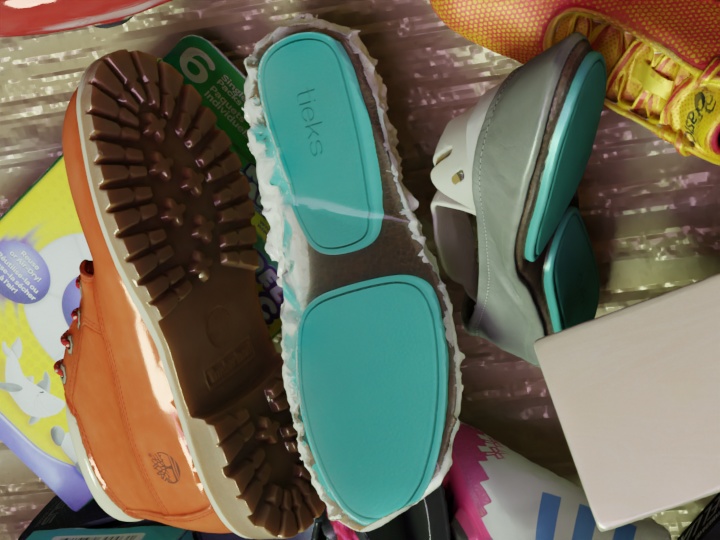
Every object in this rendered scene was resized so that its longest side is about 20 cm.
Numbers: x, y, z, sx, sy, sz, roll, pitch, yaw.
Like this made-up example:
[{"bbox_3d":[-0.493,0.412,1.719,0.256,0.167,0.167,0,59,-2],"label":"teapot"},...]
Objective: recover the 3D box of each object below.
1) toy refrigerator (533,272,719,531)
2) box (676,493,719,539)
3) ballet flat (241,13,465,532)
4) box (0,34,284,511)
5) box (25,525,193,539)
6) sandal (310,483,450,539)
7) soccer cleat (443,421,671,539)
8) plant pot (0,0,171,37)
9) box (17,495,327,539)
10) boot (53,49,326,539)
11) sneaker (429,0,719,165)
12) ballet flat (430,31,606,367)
[{"bbox_3d":[0.172,0.027,1.036,0.199,0.070,0.076,-21,86,10],"label":"toy refrigerator"},{"bbox_3d":[0.200,0.150,1.138,0.158,0.050,0.200,38,122,0],"label":"box"},{"bbox_3d":[0.000,0.000,1.094,0.072,0.072,0.201,-11,84,25],"label":"ballet flat"},{"bbox_3d":[-0.093,0.002,1.173,0.117,0.048,0.200,44,120,-6],"label":"box"},{"bbox_3d":[-0.090,0.209,1.217,0.082,0.049,0.201,-4,114,26],"label":"box"},{"bbox_3d":[0.007,0.132,1.138,0.045,0.075,0.201,-12,100,-20],"label":"sandal"},{"bbox_3d":[0.083,0.118,1.123,0.086,0.200,0.070,-12,122,-22],"label":"soccer cleat"},{"bbox_3d":[-0.118,-0.191,0.994,0.200,0.201,0.183,-2,119,21],"label":"plant pot"},{"bbox_3d":[-0.040,0.176,1.241,0.157,0.051,0.201,-16,109,26],"label":"box"},{"bbox_3d":[-0.091,0.014,1.112,0.107,0.075,0.201,-5,106,43],"label":"boot"},{"bbox_3d":[0.116,-0.082,1.034,0.199,0.077,0.073,19,123,12],"label":"sneaker"},{"bbox_3d":[0.055,-0.026,1.051,0.063,0.068,0.200,21,154,16],"label":"ballet flat"}]
